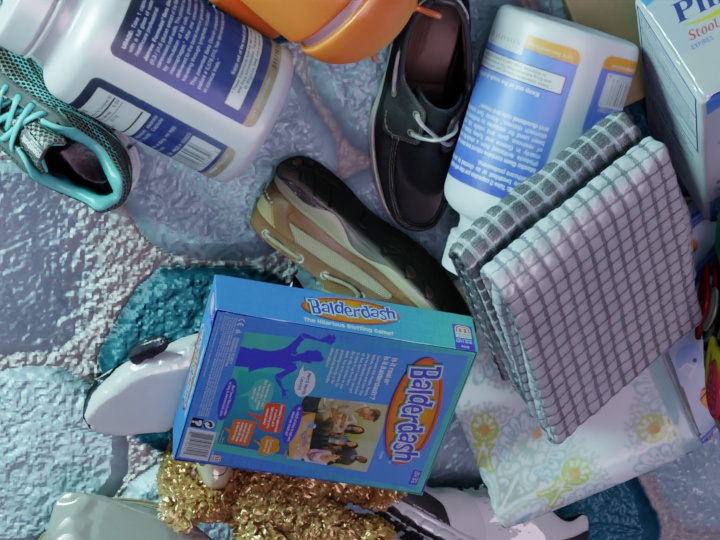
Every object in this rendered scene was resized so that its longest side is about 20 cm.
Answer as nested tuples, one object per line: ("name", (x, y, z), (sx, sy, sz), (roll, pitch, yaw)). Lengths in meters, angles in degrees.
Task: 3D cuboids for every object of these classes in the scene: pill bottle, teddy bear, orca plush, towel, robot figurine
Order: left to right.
("pill bottle", (-0.157, -0.155, 1.405), (0.199, 0.111, 0.111), (27, 102, -19))
("orca plush", (-0.123, 0.059, 1.507), (0.200, 0.071, 0.105), (-36, 124, 20))
("teddy bear", (-0.059, 0.171, 1.541), (0.199, 0.067, 0.146), (30, 77, -2))
("robot figurine", (-0.039, -0.227, 1.402), (0.200, 0.117, 0.144), (38, 96, -20))
("pill bottle", (0.127, -0.088, 1.464), (0.111, 0.112, 0.201), (14, 101, -16))
("towel", (0.152, 0.077, 1.525), (0.170, 0.048, 0.201), (-24, 78, 12))
("towel", (0.158, 0.003, 1.405), (0.165, 0.086, 0.200), (-39, 140, -13))

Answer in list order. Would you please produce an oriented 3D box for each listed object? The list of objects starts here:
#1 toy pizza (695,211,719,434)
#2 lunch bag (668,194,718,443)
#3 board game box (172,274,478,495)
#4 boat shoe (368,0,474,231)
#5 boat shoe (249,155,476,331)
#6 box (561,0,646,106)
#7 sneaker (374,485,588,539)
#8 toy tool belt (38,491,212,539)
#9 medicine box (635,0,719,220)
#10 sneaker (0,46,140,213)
("toy pizza", (0.273, 0.029, 1.440), (0.031, 0.200, 0.201), (6, 109, -2))
("lunch bag", (0.256, 0.045, 1.582), (0.160, 0.076, 0.200), (41, 96, -19))
("board game box", (-0.029, 0.088, 1.466), (0.199, 0.045, 0.153), (10, 126, -13))
("boat shoe", (0.048, -0.120, 1.484), (0.071, 0.068, 0.201), (2, 112, -11))
("boat shoe", (0.000, 0.000, 1.506), (0.200, 0.076, 0.074), (43, 112, -1))
("box", (0.226, -0.241, 1.498), (0.163, 0.021, 0.201), (-25, 114, -1))
("sneaker", (0.099, 0.205, 1.621), (0.199, 0.074, 0.080), (25, 74, -14))
("toy tool belt", (-0.169, 0.255, 1.564), (0.199, 0.125, 0.123), (20, 136, -14))
("medicine box", (0.310, -0.154, 1.450), (0.181, 0.103, 0.200), (-26, 155, -1))
("sneaker", (-0.239, -0.110, 1.416), (0.199, 0.091, 0.078), (33, 100, -20))
